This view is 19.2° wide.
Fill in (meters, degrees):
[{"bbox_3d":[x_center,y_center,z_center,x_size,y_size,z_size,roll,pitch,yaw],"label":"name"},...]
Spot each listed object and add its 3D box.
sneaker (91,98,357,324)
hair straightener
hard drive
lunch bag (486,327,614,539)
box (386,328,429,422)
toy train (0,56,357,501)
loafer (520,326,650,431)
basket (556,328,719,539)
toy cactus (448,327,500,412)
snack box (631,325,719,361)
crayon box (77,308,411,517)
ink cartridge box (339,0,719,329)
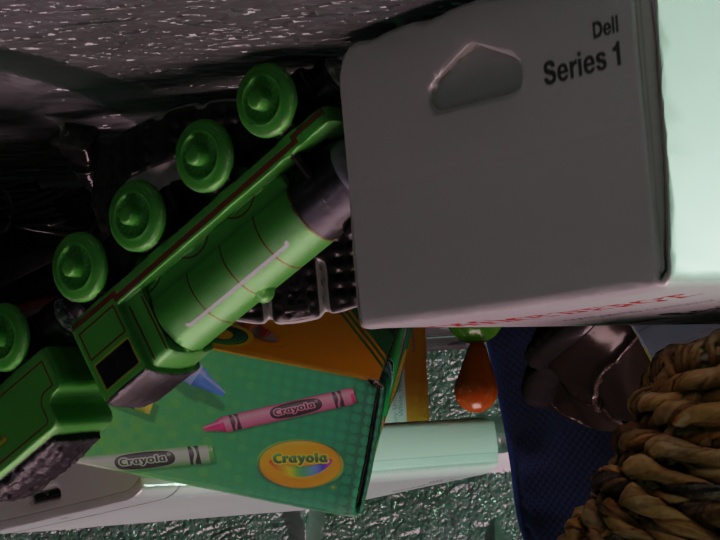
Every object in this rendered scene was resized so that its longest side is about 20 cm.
[{"bbox_3d":[0.008,-0.022,0.727,0.198,0.075,0.080,2,-173,2],"label":"sneaker"},{"bbox_3d":[-0.118,-0.019,0.737,0.041,0.078,0.199,29,-152,34],"label":"hair straightener"},{"bbox_3d":[-0.055,0.089,0.922,0.199,0.027,0.131,0,167,-43],"label":"hard drive"},{"bbox_3d":[0.160,0.066,1.084,0.135,0.202,0.132,-7,-176,42],"label":"lunch bag"},{"bbox_3d":[-0.048,0.030,1.027,0.199,0.120,0.041,2,174,-43],"label":"box"},{"bbox_3d":[-0.067,0.008,0.672,0.200,0.057,0.042,-39,158,28],"label":"toy train"},{"bbox_3d":[0.117,0.029,0.934,0.071,0.073,0.200,26,171,8],"label":"loafer"},{"bbox_3d":[0.159,0.062,0.637,0.142,0.150,0.200,30,-178,33],"label":"basket"},{"bbox_3d":[0.000,0.000,0.960,0.163,0.103,0.200,7,-176,2],"label":"toy cactus"},{"bbox_3d":[0.211,0.007,0.855,0.168,0.068,0.200,-33,166,16],"label":"snack box"},{"bbox_3d":[-0.084,0.027,0.825,0.198,0.059,0.119,11,-159,4],"label":"crayon box"},{"bbox_3d":[0.113,-0.030,0.605,0.198,0.085,0.144,0,174,-32],"label":"ink cartridge box"}]
